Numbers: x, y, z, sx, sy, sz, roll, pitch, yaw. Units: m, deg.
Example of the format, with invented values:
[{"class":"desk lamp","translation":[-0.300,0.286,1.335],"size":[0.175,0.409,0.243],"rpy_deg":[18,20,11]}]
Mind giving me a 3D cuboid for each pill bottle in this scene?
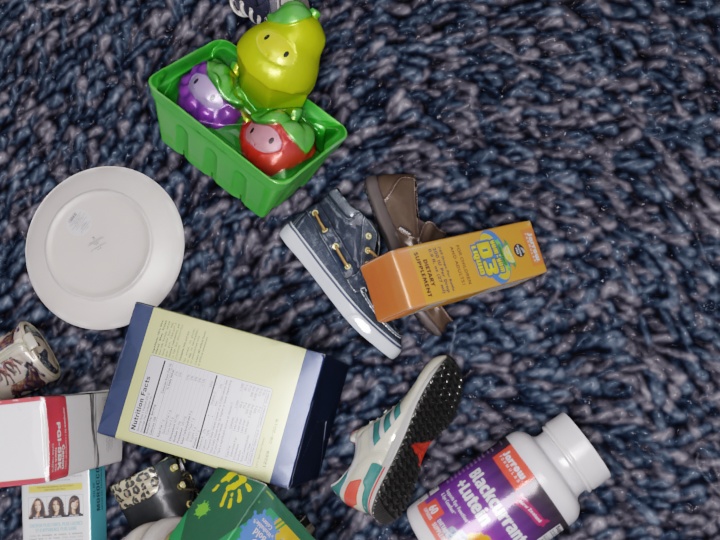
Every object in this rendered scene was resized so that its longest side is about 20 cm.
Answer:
[{"class":"pill bottle","translation":[0.158,0.240,0.984],"size":[0.200,0.111,0.112],"rpy_deg":[-36,79,0]}]

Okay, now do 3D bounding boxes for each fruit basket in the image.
[{"class":"fruit basket","translation":[-0.114,-0.193,1.039],"size":[0.215,0.216,0.155],"rpy_deg":[37,49,10]}]

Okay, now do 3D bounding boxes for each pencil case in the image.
[{"class":"pencil case","translation":[-0.447,0.131,1.082],"size":[0.200,0.089,0.078],"rpy_deg":[-27,79,1]}]

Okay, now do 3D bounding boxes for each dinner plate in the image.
[{"class":"dinner plate","translation":[-0.311,-0.030,1.125],"size":[0.199,0.024,0.201],"rpy_deg":[-1,80,7]}]

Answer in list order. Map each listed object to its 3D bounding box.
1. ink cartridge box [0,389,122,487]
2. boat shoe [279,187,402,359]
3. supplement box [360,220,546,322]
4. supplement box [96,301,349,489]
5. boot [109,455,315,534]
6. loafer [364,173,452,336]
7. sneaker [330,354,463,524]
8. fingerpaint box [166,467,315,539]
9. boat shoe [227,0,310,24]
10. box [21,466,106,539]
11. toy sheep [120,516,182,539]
[{"class":"ink cartridge box","translation":[-0.346,0.172,0.957],"size":[0.146,0.200,0.083],"rpy_deg":[-7,84,6]},{"class":"boat shoe","translation":[0.000,0.000,1.058],"size":[0.091,0.071,0.200],"rpy_deg":[-41,77,3]},{"class":"supplement box","translation":[0.103,-0.002,0.998],"size":[0.200,0.069,0.067],"rpy_deg":[-14,81,-36]},{"class":"supplement box","translation":[-0.134,0.132,0.989],"size":[0.199,0.200,0.135],"rpy_deg":[15,82,8]},{"class":"boot","translation":[-0.167,0.270,1.031],"size":[0.203,0.073,0.154],"rpy_deg":[-25,85,6]},{"class":"loafer","translation":[0.066,-0.025,1.055],"size":[0.071,0.073,0.201],"rpy_deg":[-21,80,3]},{"class":"sneaker","translation":[0.035,0.173,1.029],"size":[0.093,0.070,0.200],"rpy_deg":[10,62,41]},{"class":"fingerpaint box","translation":[-0.106,0.314,0.873],"size":[0.073,0.200,0.167],"rpy_deg":[7,51,42]},{"class":"boat shoe","translation":[-0.114,-0.313,1.129],"size":[0.092,0.075,0.201],"rpy_deg":[-11,78,18]},{"class":"box","translation":[-0.337,0.261,1.068],"size":[0.082,0.049,0.201],"rpy_deg":[-5,81,5]},{"class":"toy sheep","translation":[-0.204,0.322,0.937],"size":[0.200,0.138,0.138],"rpy_deg":[-45,78,29]}]
